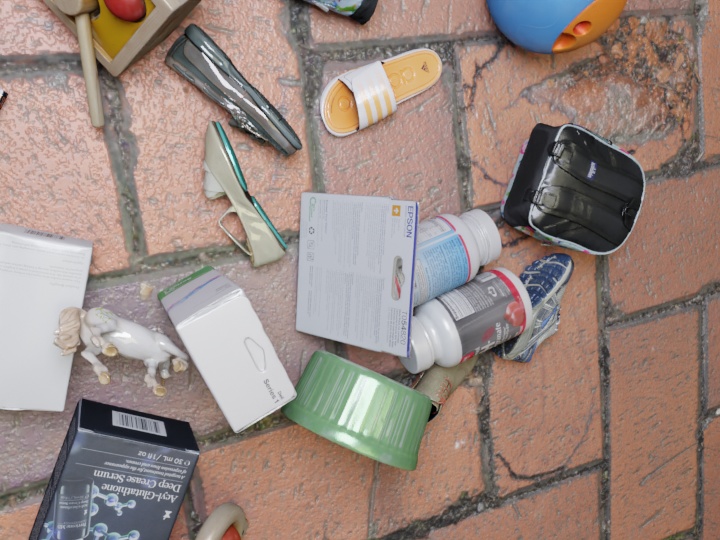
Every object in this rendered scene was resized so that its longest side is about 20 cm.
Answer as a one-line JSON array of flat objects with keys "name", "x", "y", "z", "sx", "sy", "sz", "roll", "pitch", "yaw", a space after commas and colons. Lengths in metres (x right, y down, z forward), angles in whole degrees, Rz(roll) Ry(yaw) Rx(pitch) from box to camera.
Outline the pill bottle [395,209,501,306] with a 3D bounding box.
[{"name": "pill bottle", "x": 0.101, "y": -0.016, "z": 0.902, "sx": 0.199, "sy": 0.109, "sz": 0.109, "roll": -23, "pitch": 106, "yaw": -18}]

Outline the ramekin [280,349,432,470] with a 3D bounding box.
[{"name": "ramekin", "x": 0.001, "y": 0.185, "z": 0.848, "sx": 0.199, "sy": 0.200, "sz": 0.098, "roll": 27, "pitch": 80, "yaw": -24}]

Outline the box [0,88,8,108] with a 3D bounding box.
[{"name": "box", "x": -0.497, "y": -0.140, "z": 0.669, "sx": 0.136, "sy": 0.038, "sz": 0.201, "roll": 27, "pitch": 87, "yaw": -24}]

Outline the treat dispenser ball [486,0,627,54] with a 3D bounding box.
[{"name": "treat dispenser ball", "x": 0.275, "y": -0.407, "z": 0.863, "sx": 0.200, "sy": 0.201, "sz": 0.202, "roll": -4, "pitch": 100, "yaw": -22}]

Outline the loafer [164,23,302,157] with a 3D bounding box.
[{"name": "loafer", "x": -0.160, "y": -0.216, "z": 0.792, "sx": 0.063, "sy": 0.072, "sz": 0.200, "roll": -40, "pitch": 105, "yaw": 9}]

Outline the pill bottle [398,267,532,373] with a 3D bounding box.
[{"name": "pill bottle", "x": 0.150, "y": 0.079, "z": 0.937, "sx": 0.199, "sy": 0.111, "sz": 0.111, "roll": -22, "pitch": 106, "yaw": -18}]

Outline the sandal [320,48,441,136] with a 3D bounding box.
[{"name": "sandal", "x": 0.037, "y": -0.260, "z": 0.864, "sx": 0.206, "sy": 0.059, "sz": 0.079, "roll": -32, "pitch": 109, "yaw": -15}]

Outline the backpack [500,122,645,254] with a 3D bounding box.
[{"name": "backpack", "x": 0.329, "y": -0.119, "z": 0.959, "sx": 0.199, "sy": 0.151, "sz": 0.178, "roll": 17, "pitch": 94, "yaw": -17}]

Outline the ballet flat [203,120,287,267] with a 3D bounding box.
[{"name": "ballet flat", "x": -0.165, "y": -0.092, "z": 0.806, "sx": 0.069, "sy": 0.069, "sz": 0.201, "roll": -32, "pitch": 109, "yaw": -15}]

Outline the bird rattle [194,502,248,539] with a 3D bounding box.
[{"name": "bird rattle", "x": -0.206, "y": 0.387, "z": 0.817, "sx": 0.200, "sy": 0.112, "sz": 0.164, "roll": 68, "pitch": 37, "yaw": -55}]

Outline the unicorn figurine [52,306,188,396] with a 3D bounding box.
[{"name": "unicorn figurine", "x": -0.260, "y": 0.093, "z": 0.723, "sx": 0.074, "sy": 0.137, "sz": 0.200, "roll": -45, "pitch": 127, "yaw": -6}]

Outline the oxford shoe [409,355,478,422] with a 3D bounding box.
[{"name": "oxford shoe", "x": 0.120, "y": 0.189, "z": 0.961, "sx": 0.200, "sy": 0.075, "sz": 0.071, "roll": -43, "pitch": 112, "yaw": -11}]

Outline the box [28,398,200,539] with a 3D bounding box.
[{"name": "box", "x": -0.311, "y": 0.286, "z": 0.778, "sx": 0.148, "sy": 0.107, "sz": 0.201, "roll": 19, "pitch": 91, "yaw": -25}]

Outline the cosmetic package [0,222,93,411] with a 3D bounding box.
[{"name": "cosmetic package", "x": -0.387, "y": 0.056, "z": 0.725, "sx": 0.112, "sy": 0.081, "sz": 0.201, "roll": 12, "pitch": 94, "yaw": -24}]

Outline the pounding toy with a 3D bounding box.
[{"name": "pounding toy", "x": -0.274, "y": -0.297, "z": 0.670, "sx": 0.184, "sy": 0.200, "sz": 0.142, "roll": 48, "pitch": 51, "yaw": -21}]

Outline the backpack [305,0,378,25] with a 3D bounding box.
[{"name": "backpack", "x": -0.059, "y": -0.416, "z": 0.767, "sx": 0.199, "sy": 0.154, "sz": 0.164, "roll": 13, "pitch": 100, "yaw": -11}]

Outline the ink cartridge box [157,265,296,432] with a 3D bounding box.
[{"name": "ink cartridge box", "x": -0.168, "y": 0.086, "z": 0.755, "sx": 0.084, "sy": 0.200, "sz": 0.145, "roll": -30, "pitch": 108, "yaw": -17}]

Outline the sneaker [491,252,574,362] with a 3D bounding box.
[{"name": "sneaker", "x": 0.294, "y": 0.064, "z": 1.025, "sx": 0.085, "sy": 0.077, "sz": 0.201, "roll": 31, "pitch": 93, "yaw": -34}]

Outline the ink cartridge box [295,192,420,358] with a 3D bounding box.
[{"name": "ink cartridge box", "x": 0.000, "y": 0.000, "z": 0.819, "sx": 0.041, "sy": 0.199, "sz": 0.201, "roll": -6, "pitch": 103, "yaw": -51}]
